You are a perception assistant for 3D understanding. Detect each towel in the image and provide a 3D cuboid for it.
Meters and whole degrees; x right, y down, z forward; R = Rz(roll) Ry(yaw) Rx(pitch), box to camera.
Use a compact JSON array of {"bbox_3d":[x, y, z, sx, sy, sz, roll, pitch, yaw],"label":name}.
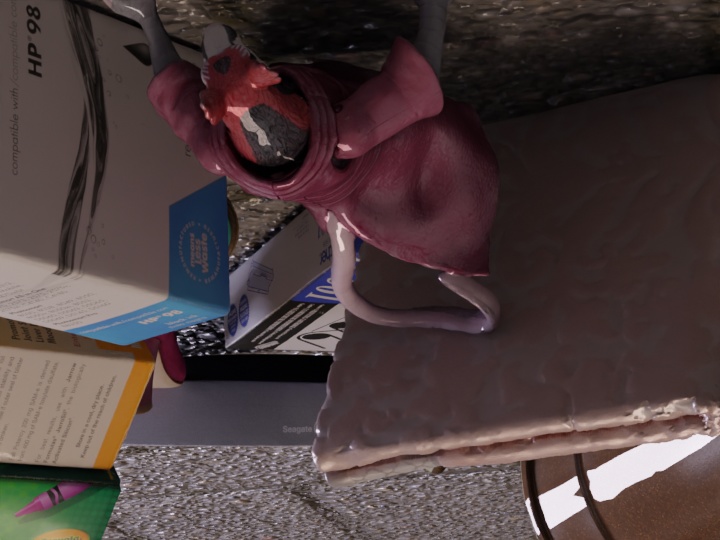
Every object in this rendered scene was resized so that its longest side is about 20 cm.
[{"bbox_3d":[0.081,0.003,0.996,0.190,0.201,0.032,-11,132,26],"label":"towel"}]

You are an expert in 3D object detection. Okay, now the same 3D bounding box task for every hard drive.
[{"bbox_3d":[-0.082,0.081,1.418,0.198,0.043,0.135,-1,-174,21],"label":"hard drive"}]

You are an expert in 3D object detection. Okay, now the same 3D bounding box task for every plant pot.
[{"bbox_3d":[0.233,0.108,1.403,0.199,0.202,0.198,6,155,-28],"label":"plant pot"}]

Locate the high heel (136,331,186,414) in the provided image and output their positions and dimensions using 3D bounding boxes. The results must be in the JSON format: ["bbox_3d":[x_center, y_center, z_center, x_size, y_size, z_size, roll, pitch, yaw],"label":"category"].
[{"bbox_3d":[-0.131,0.022,1.316,0.067,0.097,0.200,1,-175,-8],"label":"high heel"}]

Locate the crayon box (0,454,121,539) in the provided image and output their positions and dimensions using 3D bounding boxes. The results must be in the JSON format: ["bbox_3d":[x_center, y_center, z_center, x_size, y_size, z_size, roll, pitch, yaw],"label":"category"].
[{"bbox_3d":[-0.214,0.070,1.189,0.118,0.200,0.059,7,119,-31],"label":"crayon box"}]

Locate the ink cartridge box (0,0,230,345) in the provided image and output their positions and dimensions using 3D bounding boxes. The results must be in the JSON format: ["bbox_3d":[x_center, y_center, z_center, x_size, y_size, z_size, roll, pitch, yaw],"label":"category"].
[{"bbox_3d":[-0.141,-0.047,0.909,0.066,0.117,0.199,-14,161,36],"label":"ink cartridge box"}]

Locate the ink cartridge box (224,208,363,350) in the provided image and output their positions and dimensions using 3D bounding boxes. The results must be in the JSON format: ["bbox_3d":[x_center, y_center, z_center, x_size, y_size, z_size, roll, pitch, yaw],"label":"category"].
[{"bbox_3d":[0.000,0.000,1.228,0.093,0.045,0.200,2,164,-21],"label":"ink cartridge box"}]

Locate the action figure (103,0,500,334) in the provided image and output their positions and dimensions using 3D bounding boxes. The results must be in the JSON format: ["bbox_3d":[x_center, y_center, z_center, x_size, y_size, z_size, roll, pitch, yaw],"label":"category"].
[{"bbox_3d":[-0.025,-0.048,0.896,0.133,0.150,0.200,-1,179,18],"label":"action figure"}]

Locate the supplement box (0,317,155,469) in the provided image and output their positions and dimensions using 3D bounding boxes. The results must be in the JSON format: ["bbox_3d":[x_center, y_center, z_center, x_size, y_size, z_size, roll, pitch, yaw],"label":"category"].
[{"bbox_3d":[-0.216,0.025,1.114,0.199,0.126,0.074,7,122,-32],"label":"supplement box"}]

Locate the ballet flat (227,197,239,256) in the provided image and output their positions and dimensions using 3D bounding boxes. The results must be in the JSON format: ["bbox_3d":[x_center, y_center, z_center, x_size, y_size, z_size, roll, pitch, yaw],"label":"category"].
[{"bbox_3d":[-0.159,-0.029,1.087,0.198,0.068,0.072,0,-176,-10],"label":"ballet flat"}]

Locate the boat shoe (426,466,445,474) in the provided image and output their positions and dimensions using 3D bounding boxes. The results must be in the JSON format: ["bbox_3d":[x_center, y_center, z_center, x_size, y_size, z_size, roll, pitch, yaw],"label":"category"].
[{"bbox_3d":[0.031,0.047,1.201,0.076,0.072,0.200,28,151,5],"label":"boat shoe"}]
